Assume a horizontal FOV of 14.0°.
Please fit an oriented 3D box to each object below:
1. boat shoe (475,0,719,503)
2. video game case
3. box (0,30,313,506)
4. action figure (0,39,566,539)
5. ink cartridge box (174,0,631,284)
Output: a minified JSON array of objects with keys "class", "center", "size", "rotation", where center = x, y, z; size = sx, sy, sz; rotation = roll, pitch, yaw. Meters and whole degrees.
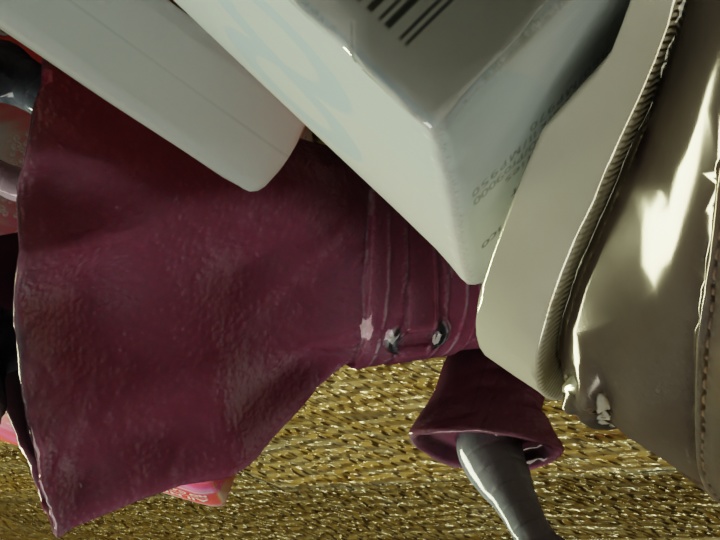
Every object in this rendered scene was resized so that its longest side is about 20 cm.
[{"class":"boat shoe","center":[0.071,-0.042,0.385],"size":[0.060,0.072,0.200],"rotation":[39,137,20]},{"class":"video game case","center":[-0.121,-0.098,0.528],"size":[0.200,0.024,0.182],"rotation":[35,-179,-45]},{"class":"box","center":[-0.118,-0.017,0.788],"size":[0.200,0.095,0.103],"rotation":[17,166,7]},{"class":"action figure","center":[0.000,0.000,0.693],"size":[0.200,0.134,0.149],"rotation":[-3,-150,-19]},{"class":"ink cartridge box","center":[-0.023,-0.055,0.507],"size":[0.160,0.047,0.200],"rotation":[43,169,16]}]
